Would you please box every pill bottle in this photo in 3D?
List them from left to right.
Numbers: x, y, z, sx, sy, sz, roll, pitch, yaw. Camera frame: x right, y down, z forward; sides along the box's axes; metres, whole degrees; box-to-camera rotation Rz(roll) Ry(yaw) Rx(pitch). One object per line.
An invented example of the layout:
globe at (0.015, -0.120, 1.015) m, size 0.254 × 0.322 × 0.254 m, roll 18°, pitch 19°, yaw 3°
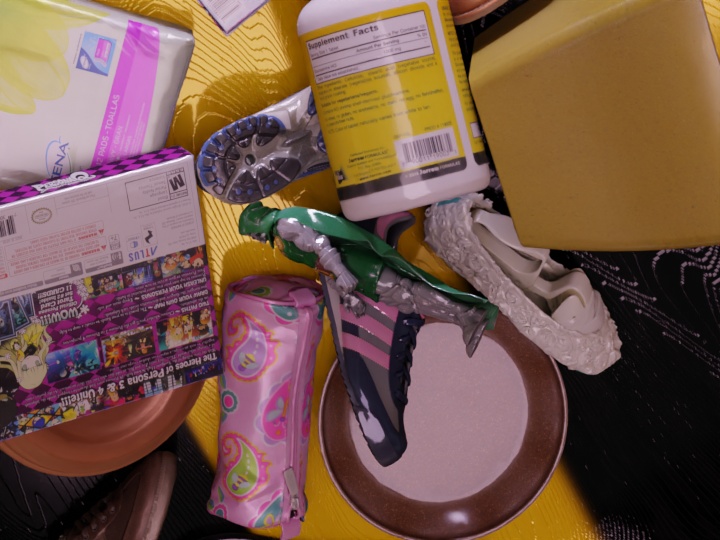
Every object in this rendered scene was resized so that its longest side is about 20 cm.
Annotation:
pill bottle at (0.018, -0.144, 1.599) m, size 0.112 × 0.112 × 0.201 m, roll -14°, pitch 92°, yaw -1°

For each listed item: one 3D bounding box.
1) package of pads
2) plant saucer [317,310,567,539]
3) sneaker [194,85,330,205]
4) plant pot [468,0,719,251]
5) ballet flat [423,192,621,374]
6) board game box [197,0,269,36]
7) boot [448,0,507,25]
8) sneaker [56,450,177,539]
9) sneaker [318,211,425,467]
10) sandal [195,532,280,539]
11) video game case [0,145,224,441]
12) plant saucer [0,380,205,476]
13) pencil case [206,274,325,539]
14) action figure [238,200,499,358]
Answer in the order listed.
package of pads at (-0.238, -0.129, 1.655) m, size 0.199 × 0.068 × 0.155 m, roll 15°, pitch 103°, yaw -8°
plant saucer at (0.063, 0.115, 1.758) m, size 0.199 × 0.037 × 0.201 m, roll -1°, pitch 99°, yaw -8°
sneaker at (-0.041, -0.106, 1.680) m, size 0.199 × 0.085 × 0.077 m, roll -20°, pitch 93°, yaw -21°
plant pot at (0.183, -0.121, 1.638) m, size 0.176 × 0.200 × 0.201 m, roll -16°, pitch 107°, yaw 11°
ballet flat at (0.135, 0.009, 1.719) m, size 0.200 × 0.072 × 0.072 m, roll 37°, pitch 100°, yaw -14°
board game box at (-0.085, -0.312, 1.627) m, size 0.199 × 0.041 × 0.200 m, roll -37°, pitch 107°, yaw 7°
boot at (0.088, -0.293, 1.611) m, size 0.155 × 0.077 × 0.200 m, roll 38°, pitch 95°, yaw -31°
sneaker at (-0.211, 0.226, 1.761) m, size 0.075 × 0.070 × 0.201 m, roll 23°, pitch 103°, yaw -10°
sneaker at (0.021, 0.045, 1.683) m, size 0.082 × 0.070 × 0.201 m, roll -14°, pitch 78°, yaw 7°
sandal at (-0.067, 0.252, 1.794) m, size 0.199 × 0.043 × 0.076 m, roll -3°, pitch 106°, yaw -4°
video game case at (-0.206, 0.018, 1.633) m, size 0.199 × 0.036 × 0.182 m, roll -17°, pitch 115°, yaw -21°
plant saucer at (-0.202, 0.068, 1.696) m, size 0.199 × 0.037 × 0.201 m, roll -9°, pitch 111°, yaw -24°
pencil case at (-0.071, 0.104, 1.727) m, size 0.087 × 0.087 × 0.201 m, roll 3°, pitch 103°, yaw -6°
action figure at (0.000, 0.000, 1.624) m, size 0.199 × 0.118 × 0.055 m, roll 26°, pitch 78°, yaw 13°
